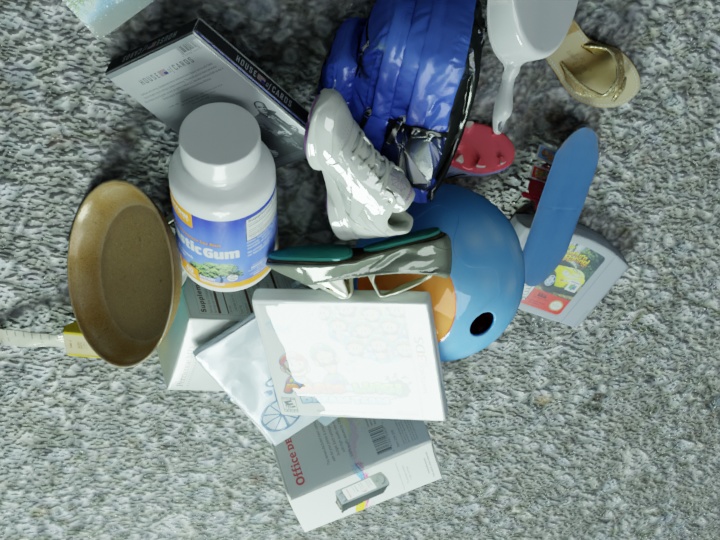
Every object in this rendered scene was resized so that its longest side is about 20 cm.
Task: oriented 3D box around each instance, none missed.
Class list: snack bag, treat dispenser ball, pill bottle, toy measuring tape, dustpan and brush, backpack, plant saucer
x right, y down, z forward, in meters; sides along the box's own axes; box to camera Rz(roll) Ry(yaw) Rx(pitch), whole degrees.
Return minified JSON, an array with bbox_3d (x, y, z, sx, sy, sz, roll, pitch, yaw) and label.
[{"bbox_3d":[-0.077,0.101,1.679,0.188,0.021,0.200,-34,131,7],"label":"snack bag"},{"bbox_3d":[0.089,0.002,1.658,0.198,0.202,0.202,-11,134,-12],"label":"treat dispenser ball"},{"bbox_3d":[-0.142,-0.077,1.505,0.111,0.113,0.201,-13,146,-10],"label":"pill bottle"},{"bbox_3d":[-0.329,0.063,1.693,0.197,0.074,0.074,4,133,4],"label":"toy measuring tape"},{"bbox_3d":[0.173,-0.245,1.549,0.139,0.057,0.203,-2,98,-47],"label":"dustpan and brush"},{"bbox_3d":[0.043,-0.199,1.522,0.166,0.163,0.201,14,129,-7],"label":"backpack"},{"bbox_3d":[-0.249,0.003,1.571,0.035,0.201,0.201,-5,135,-44],"label":"plant saucer"}]

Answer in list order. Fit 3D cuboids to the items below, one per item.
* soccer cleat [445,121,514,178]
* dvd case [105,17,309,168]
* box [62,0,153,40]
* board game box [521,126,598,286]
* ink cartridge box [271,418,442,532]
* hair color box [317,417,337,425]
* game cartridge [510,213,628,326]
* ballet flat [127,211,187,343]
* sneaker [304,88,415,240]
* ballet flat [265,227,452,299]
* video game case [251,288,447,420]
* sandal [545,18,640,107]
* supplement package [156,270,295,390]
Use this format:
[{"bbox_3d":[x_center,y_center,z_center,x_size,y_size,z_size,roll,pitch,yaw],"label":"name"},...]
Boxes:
[{"bbox_3d":[0.083,-0.129,1.683,0.198,0.068,0.076,-9,166,-23],"label":"soccer cleat"},{"bbox_3d":[-0.145,-0.170,1.494,0.149,0.025,0.200,-14,137,43],"label":"dvd case"},{"bbox_3d":[-0.216,-0.329,1.382,0.199,0.038,0.137,-34,134,9],"label":"box"},{"bbox_3d":[0.226,-0.082,1.747,0.158,0.039,0.202,-4,115,-62],"label":"board game box"},{"bbox_3d":[-0.010,0.233,1.904,0.198,0.148,0.086,-22,134,-1],"label":"ink cartridge box"},{"bbox_3d":[0.007,0.094,1.817,0.199,0.099,0.061,-35,134,11],"label":"hair color box"},{"bbox_3d":[0.249,-0.003,1.876,0.198,0.041,0.134,17,118,-34],"label":"game cartridge"},{"bbox_3d":[-0.216,-0.012,1.624,0.201,0.069,0.069,-56,133,-8],"label":"ballet flat"},{"bbox_3d":[0.003,-0.108,1.458,0.098,0.075,0.201,5,144,20],"label":"sneaker"},{"bbox_3d":[0.000,0.000,1.529,0.197,0.067,0.065,-8,104,2],"label":"ballet flat"},{"bbox_3d":[-0.010,0.095,1.615,0.197,0.024,0.183,1,131,14],"label":"video game case"},{"bbox_3d":[0.261,-0.226,1.650,0.078,0.070,0.211,-41,133,17],"label":"sandal"},{"bbox_3d":[-0.134,0.064,1.719,0.198,0.118,0.118,3,130,-24],"label":"supplement package"}]
